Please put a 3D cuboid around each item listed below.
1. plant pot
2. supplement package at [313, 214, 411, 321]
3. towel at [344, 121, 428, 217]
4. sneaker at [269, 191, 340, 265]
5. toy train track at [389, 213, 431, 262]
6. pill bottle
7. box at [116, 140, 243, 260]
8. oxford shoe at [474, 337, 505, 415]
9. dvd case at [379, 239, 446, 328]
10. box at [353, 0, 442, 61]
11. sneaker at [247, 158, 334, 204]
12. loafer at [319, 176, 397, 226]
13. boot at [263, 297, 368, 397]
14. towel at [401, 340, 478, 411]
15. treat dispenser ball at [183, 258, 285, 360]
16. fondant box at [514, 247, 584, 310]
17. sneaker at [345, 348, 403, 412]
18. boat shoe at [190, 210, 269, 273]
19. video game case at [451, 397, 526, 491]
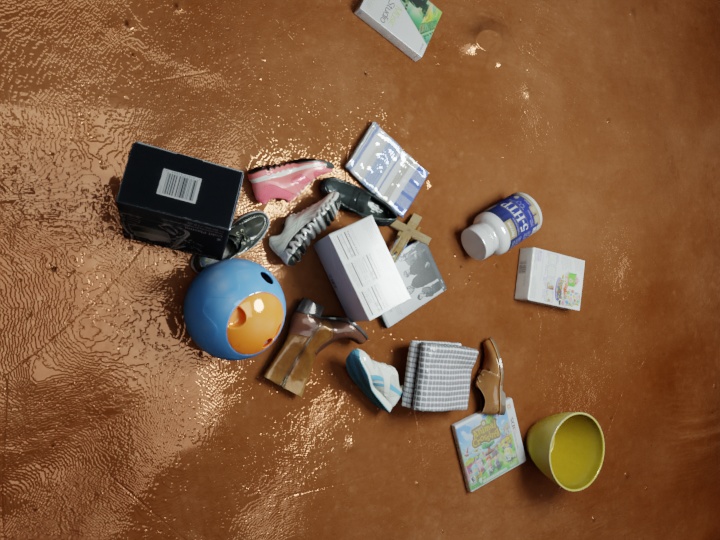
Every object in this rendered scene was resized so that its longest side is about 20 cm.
[{"bbox_3d":[0.529,0.470,1.664,0.199,0.142,0.201,1,88,-28],"label":"plant pot"},{"bbox_3d":[0.000,0.000,1.373,0.110,0.156,0.201,-26,93,-17],"label":"supplement package"},{"bbox_3d":[0.067,-0.244,1.505,0.200,0.024,0.147,40,69,-21],"label":"towel"},{"bbox_3d":[-0.121,-0.107,1.370,0.081,0.075,0.200,36,74,18],"label":"sneaker"},{"bbox_3d":[0.096,-0.060,1.495,0.114,0.033,0.200,29,54,6],"label":"toy train track"},{"bbox_3d":[0.362,-0.110,1.607,0.199,0.120,0.120,-31,103,-25],"label":"pill bottle"},{"bbox_3d":[-0.336,-0.122,1.165,0.199,0.197,0.125,14,72,-13],"label":"box"},{"bbox_3d":[0.331,0.274,1.611,0.071,0.071,0.201,-2,79,-2],"label":"oxford shoe"},{"bbox_3d":[0.107,0.027,1.521,0.199,0.025,0.151,-30,102,-25],"label":"dvd case"},{"bbox_3d":[0.096,-0.635,1.529,0.199,0.036,0.145,30,75,-25],"label":"box"},{"bbox_3d":[-0.151,-0.197,1.378,0.199,0.074,0.087,-15,109,-24],"label":"sneaker"},{"bbox_3d":[-0.001,-0.163,1.443,0.200,0.070,0.068,26,77,-24],"label":"loafer"},{"bbox_3d":[-0.095,0.189,1.386,0.188,0.068,0.201,30,77,-26],"label":"boot"},{"bbox_3d":[0.197,0.257,1.506,0.199,0.085,0.167,9,84,-41],"label":"towel"},{"bbox_3d":[-0.248,0.077,1.231,0.200,0.201,0.202,1,88,-28],"label":"treat dispenser ball"},{"bbox_3d":[0.528,0.025,1.726,0.199,0.058,0.145,12,83,-26],"label":"fondant box"},{"bbox_3d":[0.034,0.241,1.438,0.081,0.076,0.200,-49,130,-23],"label":"sneaker"},{"bbox_3d":[-0.266,-0.058,1.308,0.200,0.057,0.069,-41,106,-23],"label":"boat shoe"},{"bbox_3d":[0.341,0.455,1.633,0.199,0.022,0.183,-18,96,-27],"label":"video game case"}]
